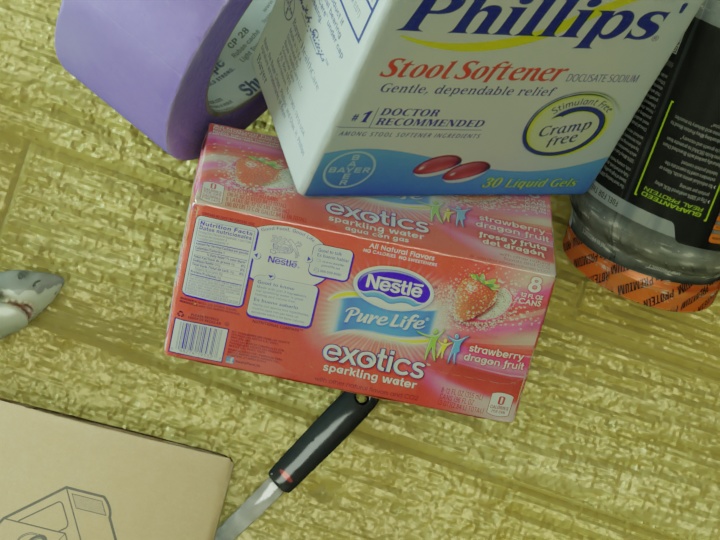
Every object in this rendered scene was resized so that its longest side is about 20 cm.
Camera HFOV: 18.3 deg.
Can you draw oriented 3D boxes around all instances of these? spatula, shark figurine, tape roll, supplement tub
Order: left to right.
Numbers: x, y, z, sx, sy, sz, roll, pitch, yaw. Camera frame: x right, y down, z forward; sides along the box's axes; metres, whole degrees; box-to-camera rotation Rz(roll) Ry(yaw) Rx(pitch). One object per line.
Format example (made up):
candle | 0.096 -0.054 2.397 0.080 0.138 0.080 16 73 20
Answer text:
shark figurine | -0.296 0.005 1.300 0.128 0.214 0.090 -45 48 26
tape roll | -0.072 -0.165 1.240 0.085 0.200 0.200 39 91 11
spatula | -0.061 0.139 1.339 0.200 0.021 0.057 -45 91 0
supplement tub | 0.192 -0.086 1.264 0.122 0.123 0.201 20 113 0

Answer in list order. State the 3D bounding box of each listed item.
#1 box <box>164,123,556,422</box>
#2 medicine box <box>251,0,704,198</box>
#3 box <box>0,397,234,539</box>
box | 0.000 0.000 1.230 0.199 0.095 0.103 11 121 -4
medicine box | 0.064 -0.139 1.171 0.181 0.200 0.103 -1 52 -25
box | -0.177 0.186 1.308 0.162 0.021 0.201 15 92 -8
